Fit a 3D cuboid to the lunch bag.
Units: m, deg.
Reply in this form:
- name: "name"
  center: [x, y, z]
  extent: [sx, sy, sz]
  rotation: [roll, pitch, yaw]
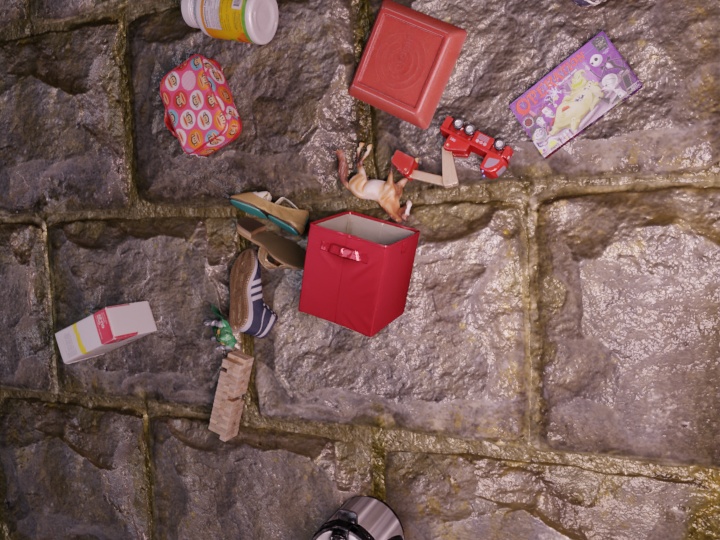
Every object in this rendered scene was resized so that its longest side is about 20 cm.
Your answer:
- name: "lunch bag"
  center: [-0.377, -0.368, 1.430]
  extent: [0.174, 0.082, 0.203]
  rotation: [-24, 85, 25]

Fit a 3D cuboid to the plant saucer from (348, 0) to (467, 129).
- name: "plant saucer"
  center: [0.083, -0.413, 1.238]
  extent: [0.198, 0.037, 0.202]
  rotation: [29, 106, 20]

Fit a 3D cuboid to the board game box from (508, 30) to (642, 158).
- name: "board game box"
  center: [0.380, -0.310, 1.115]
  extent: [0.199, 0.032, 0.121]
  rotation: [-37, 75, 23]

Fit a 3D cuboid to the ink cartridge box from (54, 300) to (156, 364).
- name: "ink cartridge box"
  center: [-0.639, 0.154, 1.567]
  extent: [0.198, 0.145, 0.085]
  rotation: [-24, 85, 25]

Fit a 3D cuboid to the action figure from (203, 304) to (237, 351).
- name: "action figure"
  center: [-0.313, 0.139, 1.399]
  extent: [0.054, 0.200, 0.120]
  rotation: [-23, 97, -19]

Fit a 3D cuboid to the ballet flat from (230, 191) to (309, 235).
- name: "ballet flat"
  center: [-0.199, -0.140, 1.390]
  extent: [0.198, 0.069, 0.064]
  rotation: [26, 77, 18]

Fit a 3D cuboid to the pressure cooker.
- name: "pressure cooker"
  center: [-0.014, 0.586, 1.288]
  extent: [0.179, 0.199, 0.177]
  rotation: [-44, 76, 21]

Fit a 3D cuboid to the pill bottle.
- name: "pill bottle"
  center: [-0.287, -0.561, 1.354]
  extent: [0.197, 0.111, 0.113]
  rotation: [16, 102, 23]

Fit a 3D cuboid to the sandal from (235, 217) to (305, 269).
- name: "sandal"
  center: [-0.201, -0.039, 1.397]
  extent: [0.210, 0.077, 0.070]
  rotation: [35, 128, 24]

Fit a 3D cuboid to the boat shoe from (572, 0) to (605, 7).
- name: "boat shoe"
  center: [0.422, -0.482, 1.060]
  extent: [0.199, 0.074, 0.094]
  rotation: [40, 117, 24]

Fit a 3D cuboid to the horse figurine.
- name: "horse figurine"
  center: [0.030, -0.186, 1.277]
  extent: [0.197, 0.050, 0.135]
  rotation: [19, 97, 19]

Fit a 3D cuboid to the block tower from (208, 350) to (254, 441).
- name: "block tower"
  center: [-0.308, 0.296, 1.477]
  extent: [0.057, 0.054, 0.204]
  rotation: [17, 101, 23]

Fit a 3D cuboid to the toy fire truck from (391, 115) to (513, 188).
- name: "toy fire truck"
  center: [0.174, -0.211, 1.188]
  extent: [0.198, 0.049, 0.142]
  rotation: [32, 91, 18]

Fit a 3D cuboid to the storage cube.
- name: "storage cube"
  center: [0.000, 0.000, 1.232]
  extent: [0.168, 0.199, 0.183]
  rotation: [17, 108, 21]

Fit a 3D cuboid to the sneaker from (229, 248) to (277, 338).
- name: "sneaker"
  center: [-0.240, 0.057, 1.423]
  extent: [0.069, 0.108, 0.203]
  rotation: [-16, 58, 27]
